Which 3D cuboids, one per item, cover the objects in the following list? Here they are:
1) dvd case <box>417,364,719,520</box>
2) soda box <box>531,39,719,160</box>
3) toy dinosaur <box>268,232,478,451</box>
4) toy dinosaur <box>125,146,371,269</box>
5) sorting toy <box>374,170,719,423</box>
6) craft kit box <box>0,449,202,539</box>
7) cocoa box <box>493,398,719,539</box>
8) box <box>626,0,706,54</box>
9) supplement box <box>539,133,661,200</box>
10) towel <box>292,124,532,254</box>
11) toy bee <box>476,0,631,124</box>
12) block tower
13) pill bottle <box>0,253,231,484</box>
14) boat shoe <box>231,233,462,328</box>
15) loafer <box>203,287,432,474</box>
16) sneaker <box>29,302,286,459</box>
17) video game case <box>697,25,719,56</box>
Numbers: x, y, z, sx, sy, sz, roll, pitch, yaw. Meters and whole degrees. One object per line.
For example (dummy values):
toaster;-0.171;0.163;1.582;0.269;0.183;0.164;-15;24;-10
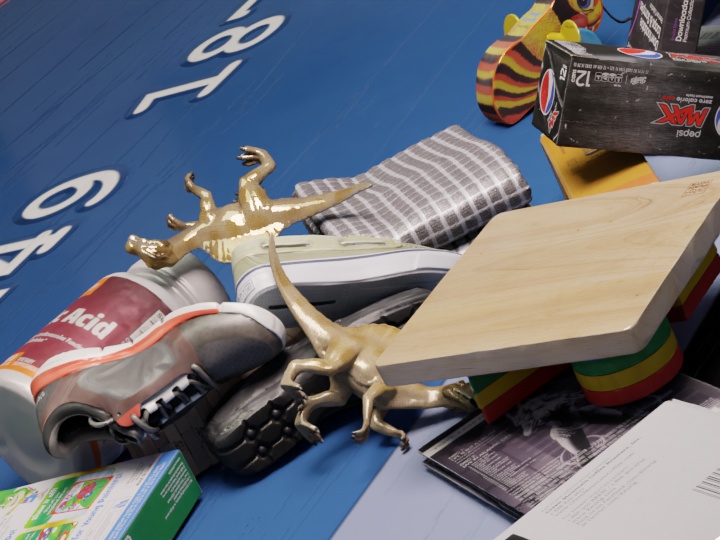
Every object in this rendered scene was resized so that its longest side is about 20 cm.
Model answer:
dvd case;0.138;0.105;1.429;0.148;0.016;0.200;-33;22;-15
soda box;0.231;-0.122;1.642;0.198;0.071;0.063;5;17;-15
toy dinosaur;-0.011;0.067;1.568;0.199;0.058;0.101;34;59;17
toy dinosaur;-0.084;-0.044;1.769;0.199;0.058;0.101;-16;41;5
sorting toy;0.143;0.026;1.491;0.199;0.070;0.199;-10;26;37
craft kit box;-0.234;0.216;1.577;0.196;0.049;0.200;-12;26;29
cocoa box;0.143;0.180;1.088;0.200;0.132;0.133;-35;23;-22
box;0.255;-0.249;1.813;0.036;0.201;0.143;5;19;-4
supplement box;0.188;-0.059;1.686;0.066;0.069;0.200;-24;23;5
towel;0.041;-0.044;1.797;0.165;0.086;0.200;-28;21;-6
toy bee;0.174;-0.225;2.030;0.130;0.109;0.200;-5;30;47
block tower;-0.090;0.092;1.678;0.199;0.058;0.054;-35;22;-16
pill bottle;-0.195;0.074;1.760;0.114;0.115;0.200;-4;31;46
boat shoe;0.000;0.000;1.656;0.199;0.072;0.062;0;49;-25
loafer;-0.028;0.072;1.629;0.200;0.068;0.070;-33;28;-9
sneaker;-0.142;0.089;1.605;0.199;0.077;0.082;-20;49;16
video game case;0.285;-0.151;1.845;0.182;0.023;0.199;-39;25;-29
